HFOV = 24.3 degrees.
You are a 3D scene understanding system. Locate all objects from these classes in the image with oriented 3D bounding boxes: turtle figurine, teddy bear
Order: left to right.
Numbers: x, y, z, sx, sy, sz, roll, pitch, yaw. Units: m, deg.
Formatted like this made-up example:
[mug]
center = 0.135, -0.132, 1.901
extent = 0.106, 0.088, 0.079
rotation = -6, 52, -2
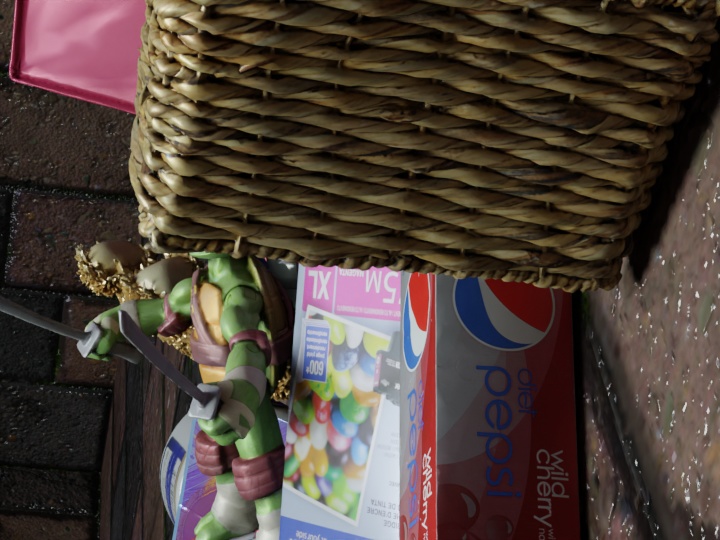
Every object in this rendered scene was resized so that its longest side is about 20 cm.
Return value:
[turtle figurine]
center = -0.100, 0.072, 0.898
extent = 0.200, 0.143, 0.195
rotation = -39, -61, -55
[teddy bear]
center = -0.094, 0.037, 1.049
extent = 0.200, 0.144, 0.067
rotation = 38, -109, -63

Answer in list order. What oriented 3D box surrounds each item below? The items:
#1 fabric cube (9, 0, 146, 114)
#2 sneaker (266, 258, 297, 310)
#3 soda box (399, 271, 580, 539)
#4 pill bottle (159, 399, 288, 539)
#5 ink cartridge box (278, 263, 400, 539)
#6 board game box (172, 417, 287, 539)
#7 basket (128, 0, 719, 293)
[fabric cube]
center = -0.091, -0.219, 1.070
extent = 0.199, 0.195, 0.201
rotation = -56, -20, -61
[sneaker]
center = -0.023, -0.011, 1.087
extent = 0.200, 0.075, 0.080
rotation = -77, -30, -67
[soda box]
center = 0.054, 0.054, 0.717
extent = 0.070, 0.063, 0.201
rotation = 122, 151, -66
[pill bottle]
center = -0.080, 0.147, 1.176
extent = 0.200, 0.119, 0.121
rotation = -175, 91, -78
[ink cartridge box]
center = 0.012, 0.088, 0.830
extent = 0.119, 0.042, 0.201
rotation = 5, 92, 47
[board game box]
center = -0.062, 0.186, 1.014
extent = 0.039, 0.157, 0.201
rotation = -29, -42, -51
[basket]
center = 0.018, -0.096, 0.627
extent = 0.143, 0.199, 0.150
rotation = -95, 13, -46
